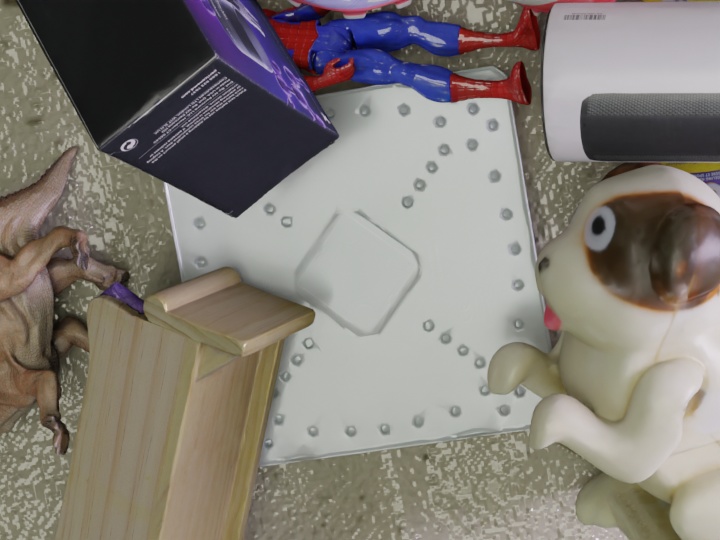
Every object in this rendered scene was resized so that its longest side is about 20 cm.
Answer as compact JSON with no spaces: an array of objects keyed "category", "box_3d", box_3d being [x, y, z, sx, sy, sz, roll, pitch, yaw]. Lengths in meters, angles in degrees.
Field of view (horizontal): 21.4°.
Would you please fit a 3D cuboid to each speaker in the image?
[{"category":"speaker","box_3d":[0.192,-0.092,0.927,0.199,0.081,0.082,2,100,15]}]

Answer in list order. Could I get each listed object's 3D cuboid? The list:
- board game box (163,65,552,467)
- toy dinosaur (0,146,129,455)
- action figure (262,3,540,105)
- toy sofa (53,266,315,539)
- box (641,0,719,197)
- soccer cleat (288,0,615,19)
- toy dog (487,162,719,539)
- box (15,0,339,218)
[{"category":"board game box","box_3d":[0.000,0.000,1.063,0.199,0.026,0.201,-9,98,11]},{"category":"toy dinosaur","box_3d":[-0.211,0.027,1.075,0.135,0.086,0.201,7,95,15]},{"category":"action figure","box_3d":[-0.007,-0.120,1.019,0.199,0.052,0.066,1,62,16]},{"category":"toy sofa","box_3d":[-0.101,0.101,1.042,0.097,0.083,0.201,20,109,23]},{"category":"box","box_3d":[0.210,-0.094,0.990,0.117,0.048,0.201,-4,104,21]},{"category":"soccer cleat","box_3d":[0.041,-0.170,0.967,0.199,0.077,0.067,6,58,4]},{"category":"toy dog","box_3d":[0.161,0.045,0.963,0.193,0.140,0.201,-22,114,8]},{"category":"box","box_3d":[-0.111,-0.140,0.961,0.079,0.141,0.201,-35,67,10]}]
